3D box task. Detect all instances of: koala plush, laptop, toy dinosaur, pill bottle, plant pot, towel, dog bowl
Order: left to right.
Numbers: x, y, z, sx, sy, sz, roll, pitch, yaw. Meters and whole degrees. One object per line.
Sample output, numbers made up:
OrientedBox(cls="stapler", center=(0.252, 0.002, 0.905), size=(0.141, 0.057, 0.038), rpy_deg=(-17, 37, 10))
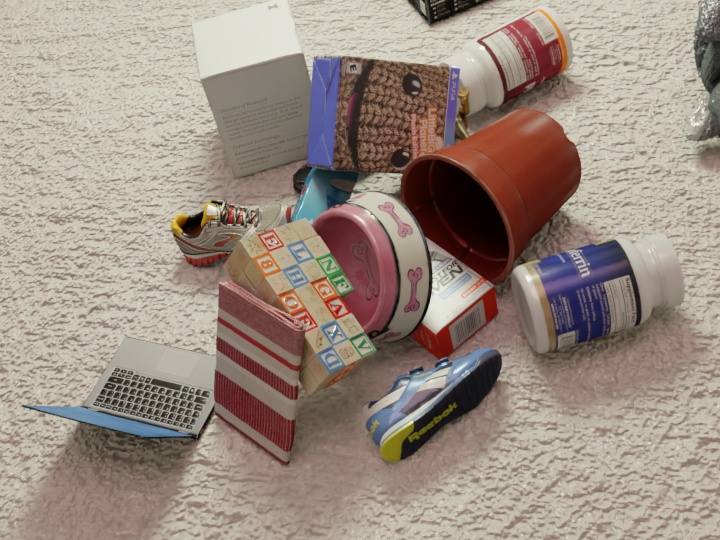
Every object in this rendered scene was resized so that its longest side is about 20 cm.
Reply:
OrientedBox(cls="laptop", center=(-0.294, 0.148, 1.338), size=(0.185, 0.117, 0.201), rpy_deg=(10, 51, 21))
OrientedBox(cls="towel", center=(-0.127, 0.126, 1.270), size=(0.143, 0.202, 0.023), rpy_deg=(29, 35, 34))
OrientedBox(cls="dog bowl", center=(0.000, 0.000, 1.336), size=(0.073, 0.202, 0.200), rpy_deg=(-11, 36, -41))
OrientedBox(cls="toy dinosaur", center=(0.151, -0.224, 1.592), size=(0.060, 0.107, 0.200), rpy_deg=(-22, 40, -13))
OrientedBox(cls="plant pot", center=(0.192, -0.115, 1.417), size=(0.200, 0.202, 0.195), rpy_deg=(30, 53, 34))
OrientedBox(cls="pill bottle", center=(0.231, -0.333, 1.648), size=(0.198, 0.115, 0.114), rpy_deg=(-29, 48, -12))
OrientedBox(cls="pill bottle", center=(0.301, 0.025, 1.303), size=(0.198, 0.116, 0.116), rpy_deg=(-16, 46, -2))
OrientedBox(cls="koala plush", center=(0.560, -0.267, 1.499), size=(0.175, 0.184, 0.202), rpy_deg=(8, 70, 5))

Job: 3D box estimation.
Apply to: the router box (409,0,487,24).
OrientedBox(cls="router box", center=(0.178, -0.548, 1.892), size=(0.198, 0.063, 0.150), rpy_deg=(-24, 46, -8))

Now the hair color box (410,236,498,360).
OrientedBox(cls="hair color box", center=(0.079, 0.021, 1.398), size=(0.111, 0.064, 0.199), rpy_deg=(-38, 49, -19))

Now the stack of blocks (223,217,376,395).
OrientedBox(cls="stack of blocks", center=(-0.066, 0.042, 1.275), size=(0.114, 0.059, 0.201), rpy_deg=(-21, 69, -43))

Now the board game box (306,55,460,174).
OrientedBox(cls="board game box", center=(0.033, -0.224, 1.498), size=(0.198, 0.162, 0.097), rpy_deg=(-1, 10, -28))

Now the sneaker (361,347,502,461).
OrientedBox(cls="sneaker", center=(0.088, 0.149, 1.273), size=(0.199, 0.074, 0.082), rpy_deg=(-31, 46, -16))

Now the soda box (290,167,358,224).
OrientedBox(cls="soda box", center=(-0.066, -0.072, 1.501), size=(0.067, 0.064, 0.201), rpy_deg=(26, 51, -10))

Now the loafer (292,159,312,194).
OrientedBox(cls="loafer", center=(-0.024, -0.190, 1.615), size=(0.198, 0.063, 0.072), rpy_deg=(-29, 48, -12))

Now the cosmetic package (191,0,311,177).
OrientedBox(cls="cosmetic package", center=(-0.160, -0.294, 1.651), size=(0.164, 0.201, 0.168), rpy_deg=(-15, 45, -1))

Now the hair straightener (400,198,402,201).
OrientedBox(cls="hair straightener", center=(0.071, -0.085, 1.494), size=(0.198, 0.077, 0.041), rpy_deg=(-27, 83, -19))

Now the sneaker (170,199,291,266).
OrientedBox(cls="sneaker", center=(-0.192, -0.062, 1.503), size=(0.198, 0.082, 0.078), rpy_deg=(-13, 45, 21))
